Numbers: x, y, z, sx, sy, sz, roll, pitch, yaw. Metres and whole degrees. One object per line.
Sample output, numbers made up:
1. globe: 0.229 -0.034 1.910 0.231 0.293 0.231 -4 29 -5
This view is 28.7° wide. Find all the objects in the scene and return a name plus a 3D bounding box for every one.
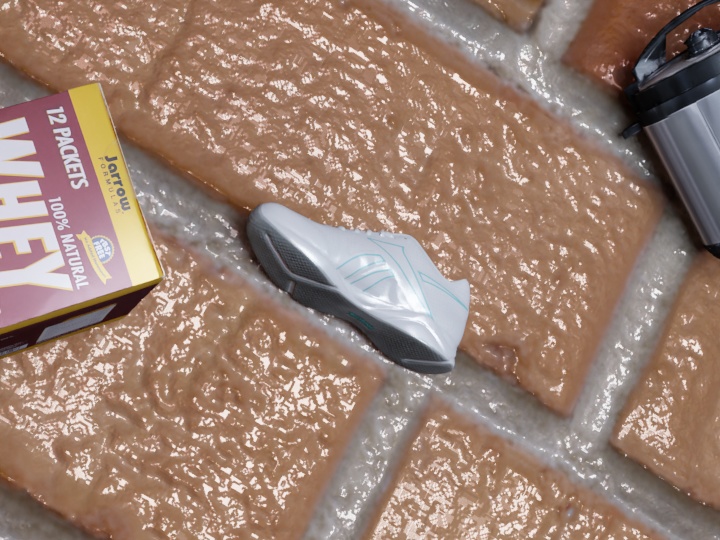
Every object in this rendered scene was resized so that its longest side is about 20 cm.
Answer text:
1. sneaker: 0.000 0.000 1.101 0.199 0.070 0.081 34 64 -16
2. pressure cooker: 0.325 -0.131 1.157 0.175 0.179 0.201 -30 92 -14
3. supplement box: -0.257 -0.014 0.947 0.196 0.200 0.134 -18 86 -19
